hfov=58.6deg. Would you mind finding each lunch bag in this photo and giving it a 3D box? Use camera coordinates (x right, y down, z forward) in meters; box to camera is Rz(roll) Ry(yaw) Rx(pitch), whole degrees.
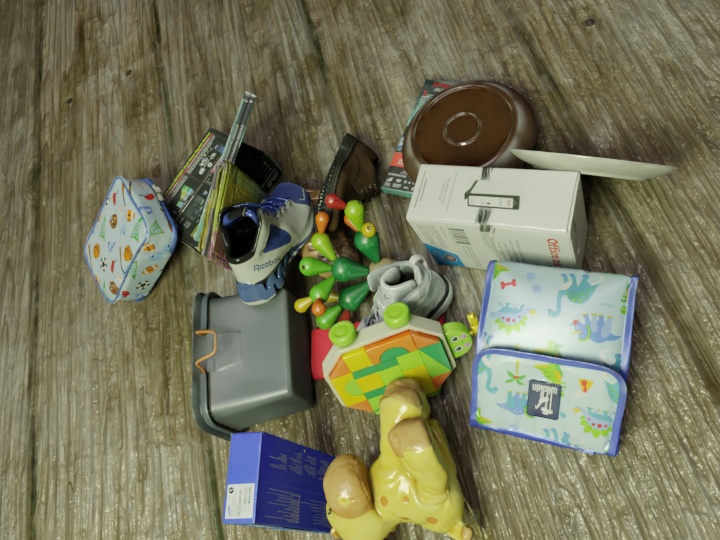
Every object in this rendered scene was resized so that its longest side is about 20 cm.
[{"bbox_3d":[-0.384,-0.055,1.068,0.200,0.075,0.161,-50,60,29],"label":"lunch bag"},{"bbox_3d":[0.222,0.099,0.745,0.169,0.127,0.201,8,83,23],"label":"lunch bag"}]

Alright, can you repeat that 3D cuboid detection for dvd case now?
[{"bbox_3d":[0.131,-0.196,0.969,0.145,0.022,0.201,13,74,29],"label":"dvd case"},{"bbox_3d":[-0.208,-0.153,0.980,0.022,0.146,0.201,20,70,-14],"label":"dvd case"}]

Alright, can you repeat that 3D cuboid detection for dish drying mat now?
[{"bbox_3d":[0.024,0.105,0.889,0.199,0.018,0.077,-10,63,20],"label":"dish drying mat"}]

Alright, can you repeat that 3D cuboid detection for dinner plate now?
[{"bbox_3d":[0.283,-0.129,0.791,0.199,0.200,0.024,12,101,28],"label":"dinner plate"}]

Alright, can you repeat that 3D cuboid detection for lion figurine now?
[{"bbox_3d":[-0.064,-0.073,0.982,0.122,0.073,0.201,-9,59,12],"label":"lion figurine"}]

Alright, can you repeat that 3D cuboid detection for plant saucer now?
[{"bbox_3d":[0.149,-0.197,0.922,0.199,0.032,0.201,-10,62,19],"label":"plant saucer"}]

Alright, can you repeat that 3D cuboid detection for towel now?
[{"bbox_3d":[-0.165,-0.058,0.933,0.023,0.200,0.144,0,74,21],"label":"towel"}]

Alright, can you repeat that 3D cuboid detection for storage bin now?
[{"bbox_3d":[-0.148,0.116,0.890,0.134,0.146,0.201,-15,61,13],"label":"storage bin"}]

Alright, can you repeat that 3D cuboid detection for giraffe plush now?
[{"bbox_3d":[0.028,0.247,0.739,0.162,0.173,0.201,-24,91,7],"label":"giraffe plush"}]

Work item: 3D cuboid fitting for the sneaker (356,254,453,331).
[{"bbox_3d":[0.027,0.061,0.828,0.200,0.115,0.075,-43,57,0],"label":"sneaker"}]

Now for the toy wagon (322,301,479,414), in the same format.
[{"bbox_3d":[0.056,0.106,0.789,0.199,0.156,0.040,-20,40,7],"label":"toy wagon"}]

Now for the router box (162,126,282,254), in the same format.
[{"bbox_3d":[-0.250,-0.131,1.097,0.150,0.062,0.200,29,81,31],"label":"router box"}]

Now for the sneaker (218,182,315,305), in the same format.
[{"bbox_3d":[-0.130,-0.064,0.881,0.080,0.115,0.200,3,51,21],"label":"sneaker"}]

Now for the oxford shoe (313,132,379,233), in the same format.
[{"bbox_3d":[-0.013,-0.124,0.954,0.084,0.073,0.201,26,52,-7],"label":"oxford shoe"}]

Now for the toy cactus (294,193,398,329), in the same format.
[{"bbox_3d":[0.000,0.000,0.875,0.102,0.164,0.201,-124,43,-67],"label":"toy cactus"}]

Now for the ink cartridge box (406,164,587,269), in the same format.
[{"bbox_3d":[0.179,-0.061,0.818,0.199,0.146,0.085,8,70,26],"label":"ink cartridge box"}]

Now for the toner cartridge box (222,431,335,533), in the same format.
[{"bbox_3d":[-0.086,0.256,0.760,0.043,0.200,0.096,-7,64,22],"label":"toner cartridge box"}]
